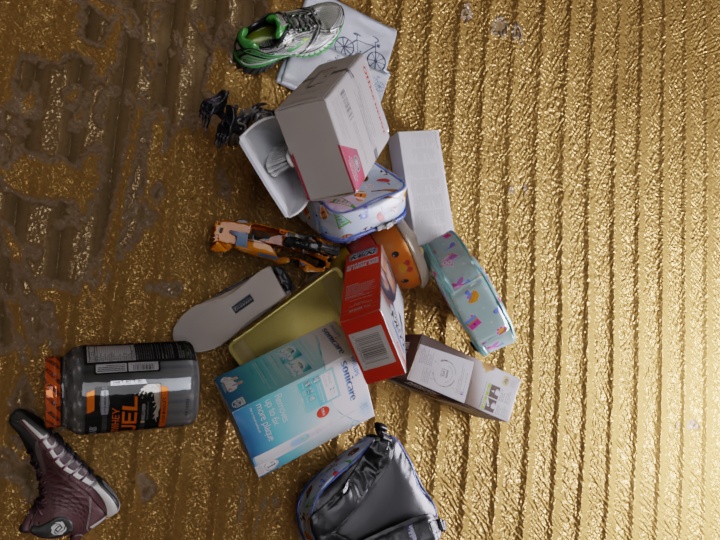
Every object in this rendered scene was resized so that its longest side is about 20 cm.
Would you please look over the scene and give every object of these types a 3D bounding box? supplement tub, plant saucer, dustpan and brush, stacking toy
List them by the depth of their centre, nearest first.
[{"bbox_3d":[-0.333,0.163,1.017,0.199,0.122,0.123,-1,84,-22],"label":"supplement tub"},{"bbox_3d":[-0.096,-0.184,1.084,0.140,0.057,0.200,59,24,-22],"label":"dustpan and brush"},{"bbox_3d":[-0.088,0.111,1.120,0.200,0.048,0.200,-37,129,-13],"label":"plant saucer"},{"bbox_3d":[0.000,0.000,1.193,0.199,0.146,0.147,-28,95,-5],"label":"stacking toy"}]

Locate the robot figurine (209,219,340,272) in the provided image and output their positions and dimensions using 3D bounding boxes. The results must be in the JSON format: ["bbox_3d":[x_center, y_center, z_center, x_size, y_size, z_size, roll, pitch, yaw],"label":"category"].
[{"bbox_3d":[-0.130,-0.037,1.123,0.199,0.145,0.058,12,90,-13],"label":"robot figurine"}]

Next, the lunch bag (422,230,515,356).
[{"bbox_3d":[0.179,0.039,1.218,0.077,0.160,0.200,-30,115,3],"label":"lunch bag"}]

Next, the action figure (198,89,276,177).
[{"bbox_3d":[-0.163,-0.213,1.141,0.200,0.119,0.102,5,124,-55],"label":"action figure"}]

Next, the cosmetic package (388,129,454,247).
[{"bbox_3d":[0.107,-0.142,1.277,0.082,0.051,0.201,-7,86,-21],"label":"cosmetic package"}]

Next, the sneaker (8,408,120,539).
[{"bbox_3d":[-0.433,0.292,0.987,0.115,0.076,0.200,-43,101,-18],"label":"sneaker"}]

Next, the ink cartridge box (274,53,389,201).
[{"bbox_3d":[-0.034,-0.215,1.080,0.200,0.082,0.147,-64,140,-53],"label":"ink cartridge box"}]

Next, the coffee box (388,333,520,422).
[{"bbox_3d":[0.150,0.180,1.222,0.199,0.114,0.080,25,75,-19],"label":"coffee box"}]

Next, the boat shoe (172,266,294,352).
[{"bbox_3d":[-0.188,0.060,1.122,0.200,0.093,0.075,-28,88,7],"label":"boat shoe"}]

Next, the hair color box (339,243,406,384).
[{"bbox_3d":[0.021,0.058,1.057,0.064,0.200,0.111,-18,116,10],"label":"hair color box"}]

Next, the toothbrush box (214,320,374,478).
[{"bbox_3d":[-0.093,0.187,1.069,0.199,0.085,0.147,-25,128,-18],"label":"toothbrush box"}]

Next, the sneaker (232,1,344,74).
[{"bbox_3d":[-0.111,-0.385,1.180,0.200,0.085,0.078,-30,86,-15],"label":"sneaker"}]

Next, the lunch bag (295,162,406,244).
[{"bbox_3d":[-0.023,-0.124,1.149,0.160,0.200,0.076,-23,134,-27],"label":"lunch bag"}]

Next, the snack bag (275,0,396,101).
[{"bbox_3d":[-0.031,-0.374,1.264,0.188,0.021,0.201,21,76,-19],"label":"snack bag"}]

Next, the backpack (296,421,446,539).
[{"bbox_3d":[-0.002,0.365,1.117,0.190,0.154,0.200,-31,90,-31],"label":"backpack"}]
